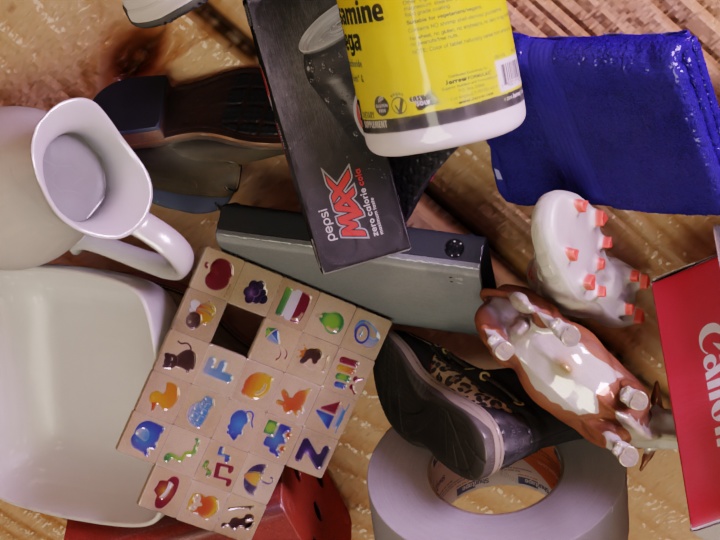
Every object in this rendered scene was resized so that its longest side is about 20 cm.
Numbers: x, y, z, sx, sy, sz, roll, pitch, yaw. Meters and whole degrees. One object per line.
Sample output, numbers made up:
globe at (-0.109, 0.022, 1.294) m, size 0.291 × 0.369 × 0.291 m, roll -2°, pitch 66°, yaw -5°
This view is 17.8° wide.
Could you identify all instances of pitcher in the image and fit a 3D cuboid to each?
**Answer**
pitcher at (-0.225, -0.047, 1.701) m, size 0.172 × 0.122 × 0.199 m, roll 46°, pitch 152°, yaw -26°

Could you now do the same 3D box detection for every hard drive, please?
hard drive at (0.000, 0.000, 1.721) m, size 0.198 × 0.033 × 0.140 m, roll 8°, pitch 159°, yaw 11°

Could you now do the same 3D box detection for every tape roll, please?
tape roll at (0.106, 0.176, 1.762) m, size 0.198 × 0.201 × 0.067 m, roll 3°, pitch 128°, yaw 12°

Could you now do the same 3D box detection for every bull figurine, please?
bull figurine at (0.163, 0.082, 1.638) m, size 0.199 × 0.121 × 0.065 m, roll 36°, pitch 92°, yaw -4°

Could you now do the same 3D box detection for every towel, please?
towel at (0.164, -0.107, 1.592) m, size 0.199 × 0.050 × 0.148 m, roll 7°, pitch 135°, yaw 40°

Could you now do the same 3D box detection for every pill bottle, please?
pill bottle at (0.039, -0.185, 1.530) m, size 0.111 × 0.112 × 0.202 m, roll -8°, pitch 100°, yaw 20°

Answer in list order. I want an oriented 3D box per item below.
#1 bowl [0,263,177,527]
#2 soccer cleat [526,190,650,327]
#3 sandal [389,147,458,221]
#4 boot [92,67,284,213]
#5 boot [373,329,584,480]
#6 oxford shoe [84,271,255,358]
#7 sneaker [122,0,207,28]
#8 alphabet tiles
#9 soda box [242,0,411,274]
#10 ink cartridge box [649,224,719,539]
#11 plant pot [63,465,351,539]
bowl at (-0.212, 0.088, 1.790) m, size 0.198 × 0.074 × 0.202 m, roll 5°, pitch 106°, yaw 33°
soccer cleat at (0.148, -0.003, 1.655) m, size 0.077 × 0.070 × 0.200 m, roll 5°, pitch 163°, yaw 25°
sandal at (0.027, -0.084, 1.679) m, size 0.075 × 0.045 × 0.200 m, roll 39°, pitch 133°, yaw -8°
boot at (-0.094, -0.093, 1.705) m, size 0.198 × 0.075 × 0.097 m, roll 4°, pitch 144°, yaw 14°
boot at (0.107, 0.089, 1.757) m, size 0.149 × 0.200 × 0.074 m, roll -11°, pitch 112°, yaw -23°
oxford shoe at (-0.137, 0.067, 1.816) m, size 0.199 × 0.075 × 0.071 m, roll 26°, pitch 131°, yaw 5°
sneaker at (-0.107, -0.245, 1.511) m, size 0.200 × 0.076 × 0.116 m, roll -26°, pitch 106°, yaw 39°
alphabet tiles at (-0.085, 0.101, 1.728) m, size 0.166 × 0.008 × 0.201 m, roll 22°, pitch 96°, yaw -26°
soda box at (-0.023, -0.103, 1.607) m, size 0.070 × 0.063 × 0.202 m, roll -16°, pitch 96°, yaw -1°
ink cartridge box at (0.272, 0.094, 1.623) m, size 0.083 × 0.202 × 0.175 m, roll -24°, pitch 145°, yaw 28°
plant pot at (-0.112, 0.221, 1.870) m, size 0.175 × 0.200 × 0.201 m, roll -20°, pitch 121°, yaw 14°
